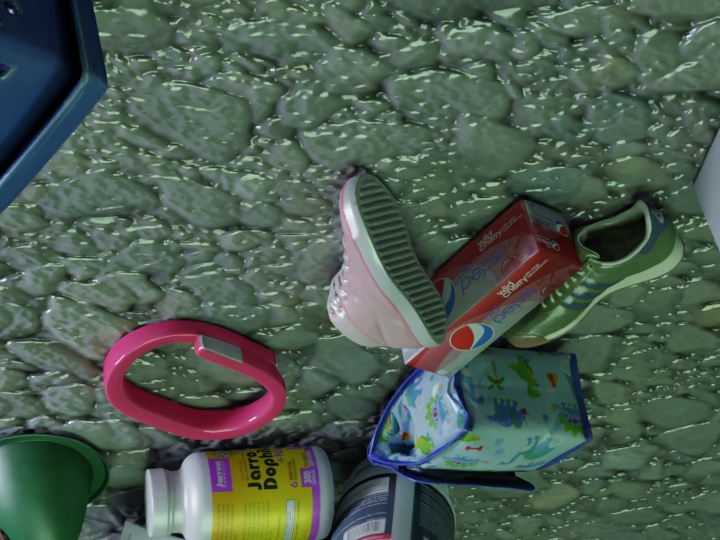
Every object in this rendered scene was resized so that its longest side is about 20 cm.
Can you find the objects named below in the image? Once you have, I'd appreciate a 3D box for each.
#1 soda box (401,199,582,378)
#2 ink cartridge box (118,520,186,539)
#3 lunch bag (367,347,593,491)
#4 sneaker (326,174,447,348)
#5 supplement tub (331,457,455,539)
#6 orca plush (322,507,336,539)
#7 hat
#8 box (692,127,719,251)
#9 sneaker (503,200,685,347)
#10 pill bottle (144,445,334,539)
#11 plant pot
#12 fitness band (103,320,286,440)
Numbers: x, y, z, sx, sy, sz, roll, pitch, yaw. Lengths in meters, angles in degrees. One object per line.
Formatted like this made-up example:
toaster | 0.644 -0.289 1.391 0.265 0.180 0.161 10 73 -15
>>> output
soda box | 0.120 0.020 1.461 0.063 0.070 0.200 19 132 -35
ink cartridge box | -0.185 0.363 1.701 0.198 0.084 0.147 18 160 -2
lunch bag | 0.123 0.171 1.617 0.169 0.129 0.200 8 151 -28
sneaker | 0.000 0.000 1.398 0.104 0.076 0.201 -6 132 28
supplement tub | 0.035 0.307 1.660 0.139 0.200 0.142 2 118 4
orca plush | -0.012 0.332 1.809 0.199 0.072 0.105 -27 140 17
hat | -0.338 0.297 1.584 0.164 0.177 0.201 -18 142 7
box | 0.403 -0.037 1.366 0.123 0.201 0.098 -3 141 -14
sneaker | 0.214 -0.004 1.464 0.199 0.067 0.090 -29 140 9
pill bottle | -0.134 0.249 1.644 0.198 0.105 0.105 -2 141 -15
plant pot | -0.289 -0.158 1.026 0.179 0.201 0.200 18 133 -41
fitness band | -0.167 0.114 1.526 0.143 0.038 0.199 -35 136 29
